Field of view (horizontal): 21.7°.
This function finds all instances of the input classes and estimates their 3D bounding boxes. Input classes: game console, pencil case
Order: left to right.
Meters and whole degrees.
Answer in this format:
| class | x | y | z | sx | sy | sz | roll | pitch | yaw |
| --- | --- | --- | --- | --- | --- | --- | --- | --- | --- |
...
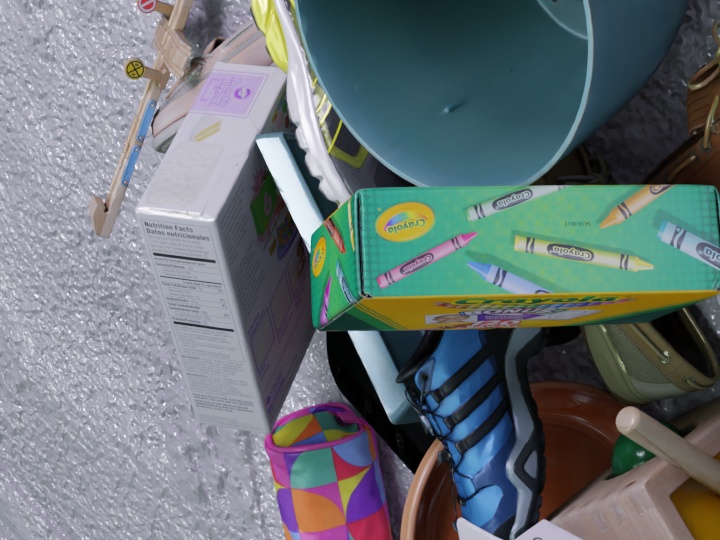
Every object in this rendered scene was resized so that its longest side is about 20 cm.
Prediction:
| class | x | y | z | sx | sy | sz | roll | pitch | yaw |
| --- | --- | --- | --- | --- | --- | --- | --- | --- | --- |
| pencil case | -0.012 | 0.199 | 1.377 | 0.088 | 0.088 | 0.202 | 6 | 117 | 42 |
| game console | 0.028 | 0.040 | 1.235 | 0.200 | 0.031 | 0.179 | 43 | 140 | 52 |

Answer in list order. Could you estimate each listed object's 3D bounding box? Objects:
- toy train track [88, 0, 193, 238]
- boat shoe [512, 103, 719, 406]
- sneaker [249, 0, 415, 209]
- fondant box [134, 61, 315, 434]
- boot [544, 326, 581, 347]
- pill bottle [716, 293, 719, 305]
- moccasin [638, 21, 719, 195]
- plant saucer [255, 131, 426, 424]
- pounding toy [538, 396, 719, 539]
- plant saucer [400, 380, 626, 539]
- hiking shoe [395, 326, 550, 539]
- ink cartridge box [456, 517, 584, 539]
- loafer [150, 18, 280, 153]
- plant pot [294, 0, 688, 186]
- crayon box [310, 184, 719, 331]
| class | x | y | z | sx | sy | sz | roll | pitch | yaw |
| --- | --- | --- | --- | --- | --- | --- | --- | --- | --- |
| toy train track | -0.158 | -0.121 | 1.304 | 0.115 | 0.032 | 0.202 | -128 | 56 | -66 |
| boat shoe | 0.147 | -0.014 | 1.116 | 0.063 | 0.073 | 0.202 | -16 | 103 | 45 |
| sneaker | 0.000 | -0.114 | 1.145 | 0.084 | 0.074 | 0.202 | -25 | 88 | 21 |
| fondant box | -0.076 | -0.014 | 1.232 | 0.058 | 0.145 | 0.201 | 8 | 137 | 17 |
| boot | 0.056 | -0.042 | 1.193 | 0.138 | 0.077 | 0.202 | -13 | 94 | 58 |
| pill bottle | 0.276 | -0.029 | 0.948 | 0.120 | 0.119 | 0.200 | 57 | 138 | 4 |
| moccasin | 0.206 | -0.089 | 1.025 | 0.078 | 0.074 | 0.202 | 40 | 144 | 10 |
| plant saucer | 0.000 | 0.000 | 1.150 | 0.019 | 0.070 | 0.201 | -35 | 71 | 27 |
| pounding toy | 0.203 | 0.150 | 1.066 | 0.142 | 0.183 | 0.201 | -32 | 88 | 47 |
| plant saucer | 0.117 | 0.169 | 1.159 | 0.202 | 0.199 | 0.032 | 64 | 161 | -4 |
| hiking shoe | 0.060 | 0.081 | 1.089 | 0.074 | 0.086 | 0.202 | 144 | 129 | -76 |
| ink cartridge box | 0.125 | 0.217 | 1.018 | 0.116 | 0.068 | 0.202 | 23 | 134 | 46 |
| loafer | -0.073 | -0.139 | 1.272 | 0.199 | 0.071 | 0.064 | -25 | 76 | 41 |
| plant pot | 0.088 | -0.162 | 1.026 | 0.199 | 0.160 | 0.202 | 22 | 126 | 34 |
| crayon box | 0.081 | -0.005 | 1.006 | 0.119 | 0.198 | 0.059 | 142 | 126 | -74 |
